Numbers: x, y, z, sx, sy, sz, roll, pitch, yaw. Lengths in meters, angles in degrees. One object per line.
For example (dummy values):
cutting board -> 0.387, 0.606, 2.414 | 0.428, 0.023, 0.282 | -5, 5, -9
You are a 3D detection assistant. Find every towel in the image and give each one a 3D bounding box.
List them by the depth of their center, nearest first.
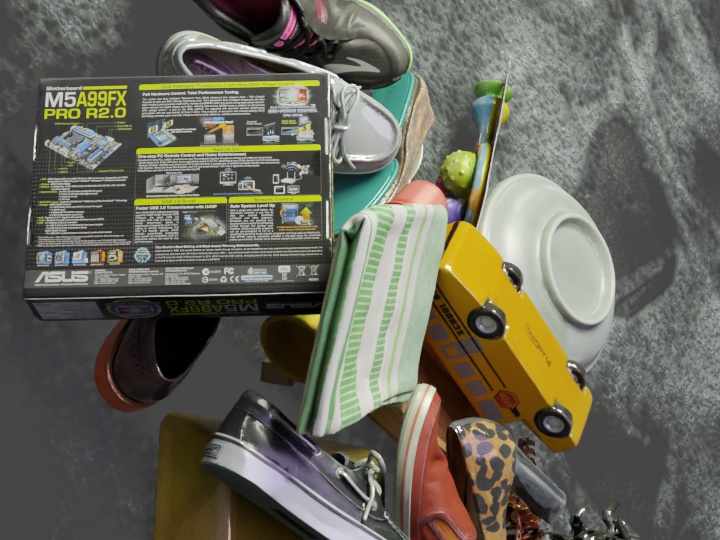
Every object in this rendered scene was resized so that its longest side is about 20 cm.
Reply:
towel -> 0.015, 0.030, 0.877 | 0.200, 0.023, 0.153 | -6, 108, -70

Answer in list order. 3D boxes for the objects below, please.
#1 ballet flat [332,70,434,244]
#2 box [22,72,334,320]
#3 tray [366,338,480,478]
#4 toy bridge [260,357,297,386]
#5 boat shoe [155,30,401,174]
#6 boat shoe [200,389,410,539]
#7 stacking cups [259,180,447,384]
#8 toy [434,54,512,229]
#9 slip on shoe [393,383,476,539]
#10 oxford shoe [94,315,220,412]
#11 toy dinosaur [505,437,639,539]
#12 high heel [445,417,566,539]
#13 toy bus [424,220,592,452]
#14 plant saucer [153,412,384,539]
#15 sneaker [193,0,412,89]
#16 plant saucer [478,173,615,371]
ballet flat -> 0.020, -0.079, 1.067 | 0.201, 0.068, 0.067 | -64, 143, -33
box -> -0.116, -0.050, 0.853 | 0.199, 0.044, 0.161 | -2, 68, -1
tray -> 0.037, 0.083, 1.027 | 0.200, 0.037, 0.099 | 44, 44, -31
toy bridge -> -0.046, -0.012, 0.963 | 0.067, 0.027, 0.201 | -30, 127, -77
boat shoe -> -0.056, -0.125, 0.973 | 0.201, 0.065, 0.075 | 24, 90, -21
boat shoe -> -0.015, 0.151, 0.865 | 0.199, 0.074, 0.068 | 37, 68, -18
stacking cups -> 0.000, 0.000, 0.950 | 0.061, 0.060, 0.200 | 54, 44, -16
toy -> 0.091, -0.081, 1.124 | 0.047, 0.115, 0.201 | 16, 62, 5
slip on shoe -> 0.054, 0.181, 0.938 | 0.074, 0.061, 0.201 | -49, 138, -81
oxford shoe -> -0.113, 0.009, 0.905 | 0.071, 0.072, 0.201 | 38, 54, -26
toy dinosaur -> 0.162, 0.248, 1.079 | 0.135, 0.102, 0.201 | -6, 102, -27
high heel -> 0.070, 0.217, 0.991 | 0.143, 0.071, 0.200 | 44, 70, -34
toy bus -> 0.108, 0.058, 1.034 | 0.200, 0.078, 0.065 | 55, 38, -22
plant saucer -> -0.051, 0.210, 0.908 | 0.199, 0.048, 0.201 | 17, 67, -39
sneaker -> -0.053, -0.187, 0.997 | 0.199, 0.077, 0.084 | 22, 30, -17
plant saucer -> 0.187, 0.003, 1.195 | 0.200, 0.050, 0.201 | 17, 66, -42
